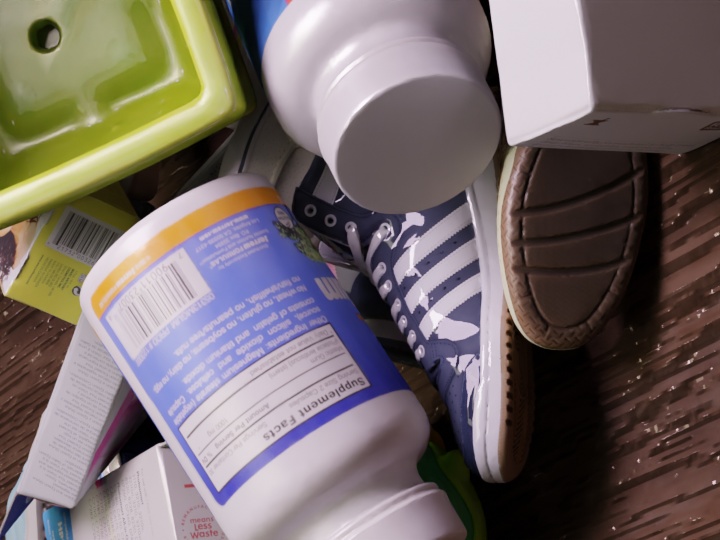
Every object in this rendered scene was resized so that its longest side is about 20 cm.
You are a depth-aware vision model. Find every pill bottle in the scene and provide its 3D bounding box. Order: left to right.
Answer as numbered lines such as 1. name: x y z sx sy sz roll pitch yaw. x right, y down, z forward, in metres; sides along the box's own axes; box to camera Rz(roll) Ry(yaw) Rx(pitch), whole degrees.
1. pill bottle: -0.037 0.064 1.322 0.200 0.112 0.112 55 139 13
2. pill bottle: -0.002 -0.122 1.337 0.113 0.112 0.200 -66 33 34

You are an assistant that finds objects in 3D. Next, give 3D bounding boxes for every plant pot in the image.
1. plant pot: -0.166 -0.126 1.381 0.181 0.199 0.200 -12 -100 -83

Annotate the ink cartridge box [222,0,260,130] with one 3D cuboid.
1. ink cartridge box: -0.056 -0.184 1.561 0.116 0.067 0.201 22 109 59

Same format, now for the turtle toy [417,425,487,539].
1. turtle toy: -0.012 0.163 1.418 0.200 0.101 0.146 -52 44 18

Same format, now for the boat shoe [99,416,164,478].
1. boat shoe: -0.140 0.188 1.688 0.072 0.072 0.201 -28 57 35

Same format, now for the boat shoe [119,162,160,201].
1. boat shoe: -0.136 -0.128 1.698 0.074 0.069 0.201 137 147 -58

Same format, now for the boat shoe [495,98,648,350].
1. boat shoe: 0.094 -0.061 1.323 0.076 0.071 0.201 167 110 -72

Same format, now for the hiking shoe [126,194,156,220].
1. hiking shoe: -0.174 -0.005 1.662 0.200 0.100 0.076 107 180 -74

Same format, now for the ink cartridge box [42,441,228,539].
1. ink cartridge box: -0.083 0.139 1.559 0.200 0.115 0.068 -32 65 55

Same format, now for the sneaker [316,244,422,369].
1. sneaker: 0.000 0.000 1.485 0.200 0.070 0.083 13 85 56

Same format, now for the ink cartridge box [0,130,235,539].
1. ink cartridge box: -0.121 0.043 1.580 0.043 0.197 0.201 28 126 7

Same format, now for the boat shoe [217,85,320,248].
1. boat shoe: -0.008 -0.079 1.440 0.070 0.071 0.201 17 76 51

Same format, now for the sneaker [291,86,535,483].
1. sneaker: 0.025 0.011 1.356 0.070 0.108 0.201 62 -156 -64

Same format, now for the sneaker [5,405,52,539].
1. sneaker: -0.195 0.134 1.792 0.082 0.074 0.201 44 126 47

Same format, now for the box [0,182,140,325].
1. box: -0.179 -0.047 1.565 0.076 0.050 0.200 -60 25 11

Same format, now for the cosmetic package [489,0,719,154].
1. cosmetic package: 0.110 -0.156 1.252 0.074 0.101 0.201 -23 69 57
